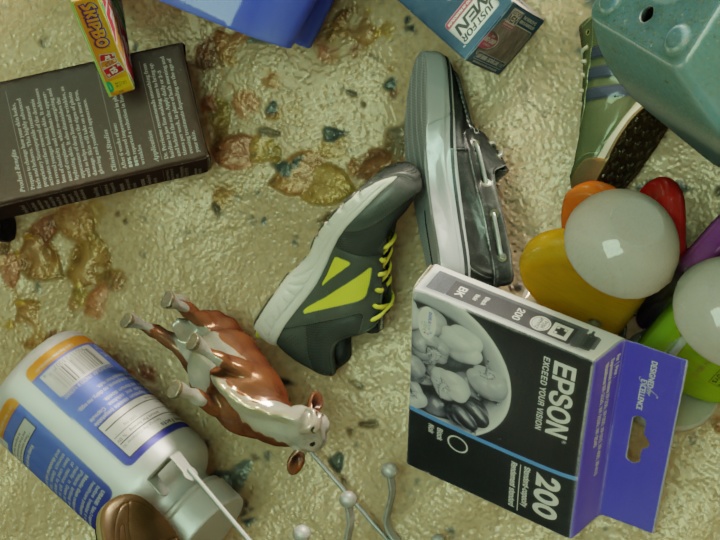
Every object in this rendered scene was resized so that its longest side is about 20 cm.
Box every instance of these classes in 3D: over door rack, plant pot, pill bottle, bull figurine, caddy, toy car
[{"bbox_3d":[-0.042,0.177,1.499,0.200,0.148,0.067,38,120,15],"label":"over door rack"},{"bbox_3d":[0.277,-0.165,1.339,0.196,0.200,0.196,-58,35,9],"label":"plant pot"},{"bbox_3d":[-0.193,0.150,1.575,0.200,0.112,0.112,40,101,15],"label":"pill bottle"},{"bbox_3d":[-0.102,0.080,1.510,0.065,0.121,0.200,-55,36,3],"label":"bull figurine"},{"bbox_3d":[-0.101,-0.250,1.536,0.200,0.141,0.105,23,101,8],"label":"caddy"},{"bbox_3d":[0.221,0.009,1.427,0.200,0.175,0.150,32,57,3],"label":"toy car"}]

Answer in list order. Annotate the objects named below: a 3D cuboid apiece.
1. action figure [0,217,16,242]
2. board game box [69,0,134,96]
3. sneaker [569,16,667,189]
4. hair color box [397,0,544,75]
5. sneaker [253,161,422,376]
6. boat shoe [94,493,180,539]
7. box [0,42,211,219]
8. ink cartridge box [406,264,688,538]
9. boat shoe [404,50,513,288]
[{"bbox_3d":[-0.395,-0.056,1.675,0.200,0.069,0.130,-4,92,22],"label":"action figure"},{"bbox_3d":[-0.212,-0.234,1.556,0.030,0.096,0.200,-18,43,0],"label":"board game box"},{"bbox_3d":[0.198,-0.153,1.481,0.090,0.067,0.200,36,103,29],"label":"sneaker"},{"bbox_3d":[0.041,-0.240,1.513,0.200,0.100,0.061,43,102,15],"label":"hair color box"},{"bbox_3d":[0.000,0.000,1.532,0.085,0.074,0.200,40,122,4],"label":"sneaker"},{"bbox_3d":[-0.161,0.269,1.503,0.072,0.072,0.200,-19,99,47],"label":"boat shoe"},{"bbox_3d":[-0.228,-0.109,1.580,0.200,0.075,0.100,-12,84,-7],"label":"box"},{"bbox_3d":[0.130,0.107,1.438,0.200,0.043,0.198,21,138,20],"label":"ink cartridge box"},{"bbox_3d":[0.078,-0.074,1.516,0.071,0.072,0.200,-2,75,-14],"label":"boat shoe"}]
